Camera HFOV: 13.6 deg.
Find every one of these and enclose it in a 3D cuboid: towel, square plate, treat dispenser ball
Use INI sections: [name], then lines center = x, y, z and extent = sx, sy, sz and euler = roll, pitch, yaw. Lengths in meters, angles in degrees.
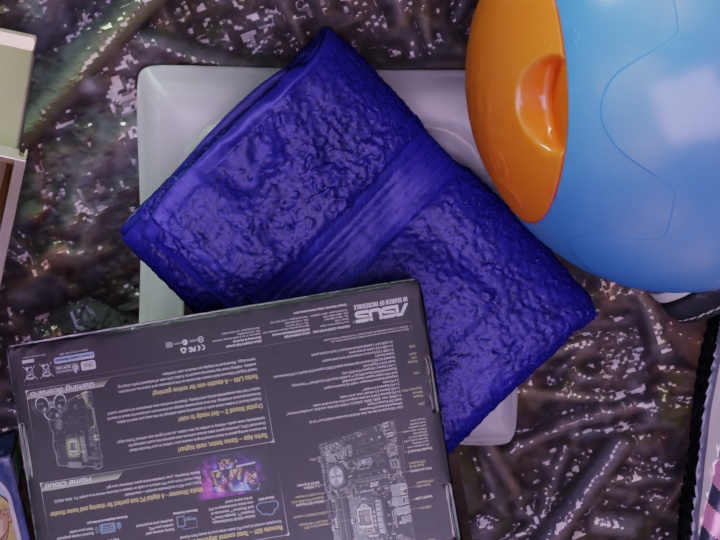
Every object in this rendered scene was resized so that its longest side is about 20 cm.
[towel]
center = 0.000, 0.000, 1.471
extent = 0.148, 0.050, 0.200
euler = -44, 99, 6
[square plate]
center = -0.015, -0.003, 1.519
extent = 0.197, 0.028, 0.201
euler = 1, 108, -3
[treat dispenser ball]
center = 0.149, -0.090, 1.406
extent = 0.200, 0.201, 0.202
euler = -1, 109, -2

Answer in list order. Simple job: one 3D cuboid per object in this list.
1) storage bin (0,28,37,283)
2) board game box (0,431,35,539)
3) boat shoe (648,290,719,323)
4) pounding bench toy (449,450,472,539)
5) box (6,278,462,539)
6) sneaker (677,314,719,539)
[storage bin]
center = -0.264, -0.028, 1.427
extent = 0.198, 0.094, 0.200
euler = 11, 133, -6
[board game box]
center = -0.263, 0.168, 1.561
extent = 0.199, 0.034, 0.136
euler = -11, 109, 1
[boat shoe]
center = 0.240, -0.017, 1.495
extent = 0.199, 0.076, 0.061
euler = -27, 105, 1
[pounding bench toy]
center = -0.049, 0.183, 1.529
extent = 0.199, 0.124, 0.157
euler = 2, 109, -3
[box]
center = -0.056, 0.098, 1.424
extent = 0.199, 0.044, 0.161
euler = -10, 87, 1
[sneaker]
center = 0.207, 0.113, 1.545
extent = 0.082, 0.070, 0.201
euler = 6, 109, 0
